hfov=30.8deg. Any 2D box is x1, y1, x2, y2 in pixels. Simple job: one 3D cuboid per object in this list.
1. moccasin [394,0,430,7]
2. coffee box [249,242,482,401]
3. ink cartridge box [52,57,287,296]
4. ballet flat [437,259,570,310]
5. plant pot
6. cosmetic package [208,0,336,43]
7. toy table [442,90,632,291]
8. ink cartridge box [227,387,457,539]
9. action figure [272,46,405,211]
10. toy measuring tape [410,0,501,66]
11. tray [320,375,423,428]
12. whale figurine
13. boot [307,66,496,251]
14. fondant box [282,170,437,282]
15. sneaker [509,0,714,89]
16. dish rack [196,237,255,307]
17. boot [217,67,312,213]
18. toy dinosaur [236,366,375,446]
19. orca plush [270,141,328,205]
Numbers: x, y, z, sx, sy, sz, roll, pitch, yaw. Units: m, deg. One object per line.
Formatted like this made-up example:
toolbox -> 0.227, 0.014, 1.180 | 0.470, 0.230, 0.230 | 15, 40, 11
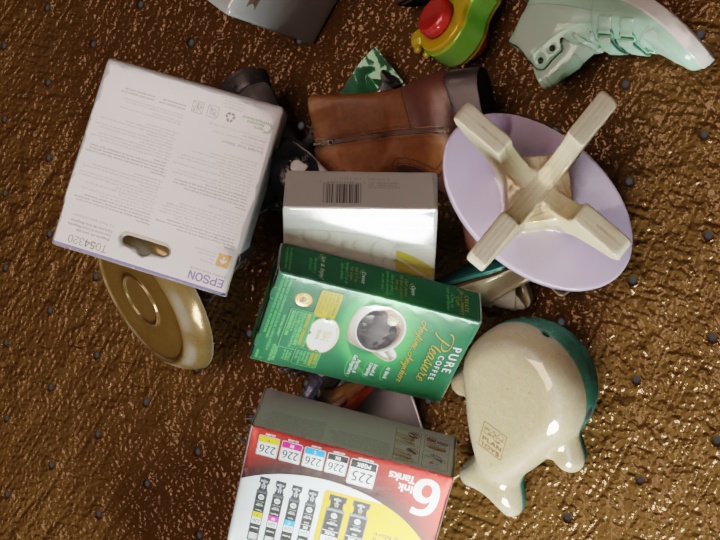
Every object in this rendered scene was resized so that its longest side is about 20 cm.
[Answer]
moccasin -> 0.115, -0.327, 1.308 | 0.200, 0.073, 0.079 | -12, 90, 38
coffee box -> 0.004, 0.052, 1.238 | 0.198, 0.044, 0.124 | 13, 131, -9
ink cartridge box -> -0.194, -0.095, 1.339 | 0.194, 0.043, 0.202 | 17, 88, 7
ballet flat -> 0.167, 0.003, 1.266 | 0.199, 0.069, 0.070 | -25, 76, 25
plant pot -> -0.233, 0.028, 1.437 | 0.200, 0.027, 0.201 | 38, 147, 30
cosmetic package -> -0.120, -0.372, 1.384 | 0.200, 0.166, 0.168 | 39, 106, 26
toy table -> 0.160, -0.070, 1.161 | 0.199, 0.117, 0.185 | 29, 86, 6
ink cartridge box -> -0.021, 0.232, 1.280 | 0.198, 0.084, 0.177 | 14, 112, 1
action figure -> -0.024, -0.126, 1.385 | 0.200, 0.054, 0.119 | -42, 72, 26
toy measuring tape -> 0.117, -0.248, 1.280 | 0.199, 0.073, 0.075 | -19, 77, 49
tray -> 0.013, 0.146, 1.365 | 0.107, 0.022, 0.202 | -24, 76, 26
whale figurine -> 0.159, 0.137, 1.255 | 0.158, 0.103, 0.202 | 32, 127, 30
boot -> 0.040, -0.094, 1.291 | 0.198, 0.068, 0.191 | -8, 96, 27
fondant box -> 0.000, 0.000, 1.261 | 0.142, 0.059, 0.202 | 1, 132, 0
sneaker -> 0.230, -0.205, 1.229 | 0.200, 0.073, 0.119 | 38, 99, 35
dish rack -> -0.205, -0.026, 1.439 | 0.154, 0.054, 0.200 | 53, 133, 10
boot -> -0.143, -0.111, 1.417 | 0.200, 0.069, 0.133 | -45, 63, 39
toy dinosaur -> -0.055, 0.176, 1.346 | 0.198, 0.105, 0.184 | 9, 112, 23
orca plush -> -0.044, -0.027, 1.320 | 0.105, 0.071, 0.202 | 1, 119, 49
